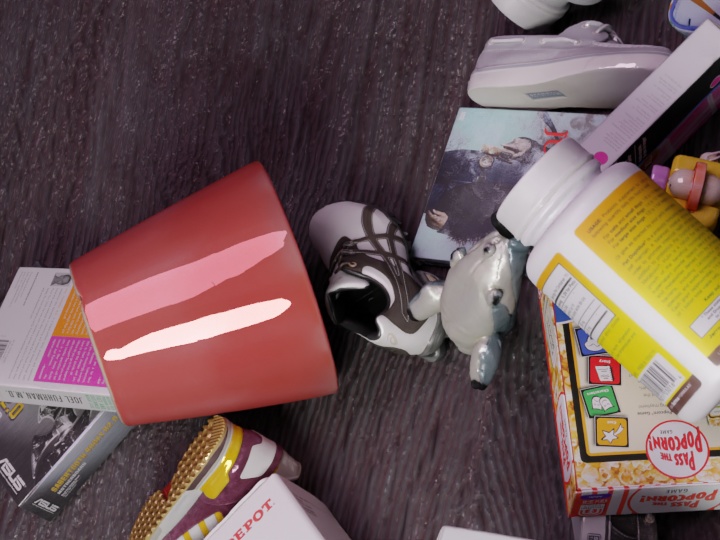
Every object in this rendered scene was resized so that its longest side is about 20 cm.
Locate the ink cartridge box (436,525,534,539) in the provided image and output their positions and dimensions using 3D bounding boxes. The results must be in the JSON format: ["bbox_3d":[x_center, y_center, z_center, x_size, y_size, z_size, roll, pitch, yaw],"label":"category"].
[{"bbox_3d":[0.147,0.247,1.300,0.146,0.200,0.083,5,69,37],"label":"ink cartridge box"}]

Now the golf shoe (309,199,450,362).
[{"bbox_3d":[0.000,0.000,1.601,0.200,0.094,0.078,43,121,44],"label":"golf shoe"}]

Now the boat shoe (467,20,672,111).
[{"bbox_3d":[0.180,-0.172,1.599,0.200,0.072,0.069,-4,66,45],"label":"boat shoe"}]

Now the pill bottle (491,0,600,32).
[{"bbox_3d":[0.192,-0.291,1.604,0.200,0.111,0.111,-43,47,31],"label":"pill bottle"}]

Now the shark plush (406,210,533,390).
[{"bbox_3d":[0.103,-0.006,1.478,0.083,0.200,0.091,-25,50,-35],"label":"shark plush"}]

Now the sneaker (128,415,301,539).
[{"bbox_3d":[-0.127,0.209,1.605,0.200,0.090,0.075,-52,18,35],"label":"sneaker"}]

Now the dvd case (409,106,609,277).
[{"bbox_3d":[0.144,-0.064,1.591,0.200,0.022,0.146,8,71,37],"label":"dvd case"}]

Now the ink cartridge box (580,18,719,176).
[{"bbox_3d":[0.208,-0.098,1.485,0.200,0.095,0.037,-42,69,-8],"label":"ink cartridge box"}]

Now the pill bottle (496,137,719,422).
[{"bbox_3d":[0.191,0.002,1.337,0.200,0.109,0.109,44,95,11],"label":"pill bottle"}]

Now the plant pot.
[{"bbox_3d":[-0.132,0.032,1.582,0.177,0.201,0.201,-19,52,-5],"label":"plant pot"}]

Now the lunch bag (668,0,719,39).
[{"bbox_3d":[0.336,-0.250,1.520,0.160,0.076,0.200,17,76,46],"label":"lunch bag"}]

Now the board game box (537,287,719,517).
[{"bbox_3d":[0.213,0.075,1.399,0.151,0.046,0.200,-2,59,-3],"label":"board game box"}]

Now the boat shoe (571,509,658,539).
[{"bbox_3d":[0.184,0.122,1.439,0.064,0.071,0.200,0,57,-2],"label":"boat shoe"}]

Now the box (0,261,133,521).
[{"bbox_3d":[-0.292,0.109,1.791,0.158,0.048,0.200,-49,48,4],"label":"box"}]

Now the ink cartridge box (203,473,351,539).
[{"bbox_3d":[-0.049,0.280,1.500,0.145,0.084,0.200,-46,49,6],"label":"ink cartridge box"}]

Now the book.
[{"bbox_3d":[-0.233,0.062,1.712,0.200,0.048,0.134,5,50,19],"label":"book"}]

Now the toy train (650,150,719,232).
[{"bbox_3d":[0.295,-0.048,1.415,0.150,0.056,0.200,-10,60,-5],"label":"toy train"}]
